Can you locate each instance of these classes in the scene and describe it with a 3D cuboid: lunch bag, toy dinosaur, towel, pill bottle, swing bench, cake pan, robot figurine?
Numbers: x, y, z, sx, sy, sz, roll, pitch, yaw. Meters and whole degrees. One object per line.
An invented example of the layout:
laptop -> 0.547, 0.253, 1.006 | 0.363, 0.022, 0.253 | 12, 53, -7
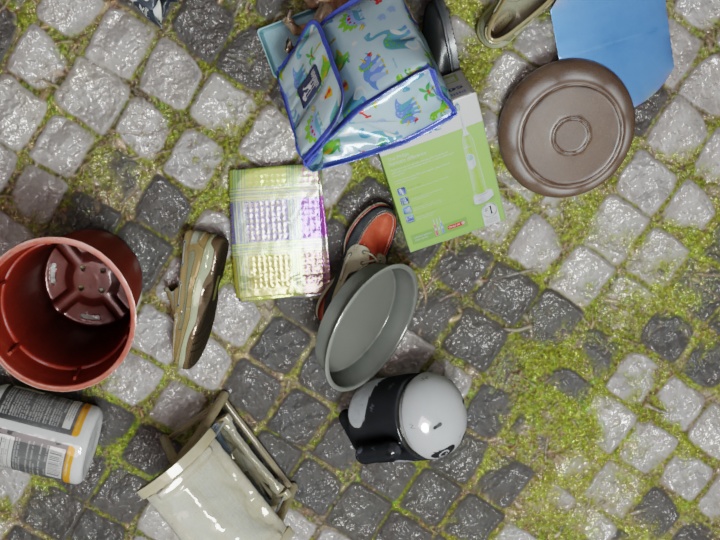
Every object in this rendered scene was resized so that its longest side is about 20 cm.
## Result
lunch bag -> -0.006, -0.235, 1.164 | 0.198, 0.172, 0.127 | -28, 145, 14
toy dinosaur -> -0.026, -0.327, 1.244 | 0.134, 0.086, 0.201 | 18, 114, -27
towel -> -0.118, -0.051, 1.349 | 0.141, 0.023, 0.203 | -4, 103, -2
pill bottle -> -0.485, 0.231, 1.350 | 0.197, 0.116, 0.118 | 16, 102, -5
swing bench -> -0.196, 0.317, 1.340 | 0.129, 0.200, 0.200 | -35, 103, 6
cake pan -> 0.007, 0.074, 1.314 | 0.037, 0.199, 0.202 | 30, 103, 29
robot figurine -> 0.062, 0.215, 1.343 | 0.124, 0.199, 0.152 | 28, 61, -37

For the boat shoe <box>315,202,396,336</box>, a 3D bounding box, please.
boat shoe -> 0.000, 0.000, 1.336 | 0.071, 0.063, 0.202 | 25, 97, -25

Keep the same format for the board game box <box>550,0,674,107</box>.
board game box -> 0.348, -0.323, 1.298 | 0.156, 0.039, 0.202 | -16, 114, 3

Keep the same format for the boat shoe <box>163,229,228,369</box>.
boat shoe -> -0.249, 0.040, 1.348 | 0.075, 0.072, 0.203 | 16, 95, 8

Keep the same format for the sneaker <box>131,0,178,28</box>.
sneaker -> -0.313, -0.376, 1.232 | 0.197, 0.079, 0.131 | -19, 95, -8

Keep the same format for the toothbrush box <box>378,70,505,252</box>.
toothbrush box -> 0.103, -0.147, 1.275 | 0.144, 0.086, 0.202 | -19, 124, 2

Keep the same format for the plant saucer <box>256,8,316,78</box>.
plant saucer -> -0.040, -0.335, 1.288 | 0.198, 0.019, 0.071 | -21, 103, 1

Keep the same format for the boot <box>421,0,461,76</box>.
boot -> 0.038, -0.271, 1.284 | 0.197, 0.066, 0.167 | -13, 106, 4

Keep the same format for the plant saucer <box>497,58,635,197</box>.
plant saucer -> 0.294, -0.194, 1.313 | 0.197, 0.032, 0.203 | -1, 115, -2

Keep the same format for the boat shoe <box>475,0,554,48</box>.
boat shoe -> 0.238, -0.386, 1.265 | 0.201, 0.063, 0.073 | -44, 101, 6

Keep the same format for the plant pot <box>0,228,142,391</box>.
plant pot -> -0.387, 0.034, 1.267 | 0.198, 0.195, 0.204 | -1, 104, -3
